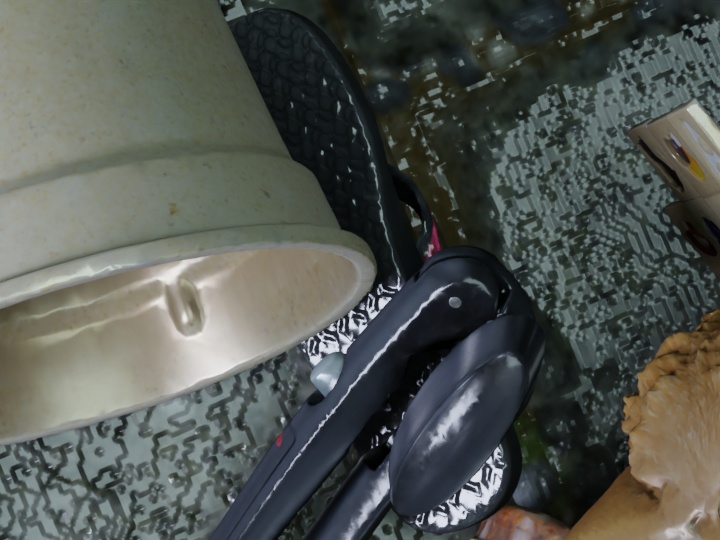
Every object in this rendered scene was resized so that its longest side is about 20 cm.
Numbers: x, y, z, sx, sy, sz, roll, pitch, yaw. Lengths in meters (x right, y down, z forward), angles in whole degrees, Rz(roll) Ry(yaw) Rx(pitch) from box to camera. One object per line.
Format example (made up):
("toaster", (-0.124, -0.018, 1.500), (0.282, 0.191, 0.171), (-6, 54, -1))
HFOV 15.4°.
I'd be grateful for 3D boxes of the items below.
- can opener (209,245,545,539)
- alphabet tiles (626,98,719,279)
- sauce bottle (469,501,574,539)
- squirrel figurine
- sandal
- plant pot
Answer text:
("can opener", (-0.007, 0.070, 0.926), (0.063, 0.079, 0.200), (43, 119, 0))
("alphabet tiles", (0.167, 0.024, 0.934), (0.006, 0.166, 0.200), (-39, 92, -5))
("sauce bottle", (0.034, 0.184, 0.954), (0.066, 0.066, 0.201), (26, 81, -5))
("squirrel figurine", (0.154, 0.108, 0.914), (0.186, 0.141, 0.201), (17, 72, -51))
("sandal", (0.000, 0.000, 0.970), (0.075, 0.045, 0.201), (-27, 89, 28))
("plant pot", (-0.116, -0.055, 0.900), (0.199, 0.201, 0.184), (-16, 77, -9))
